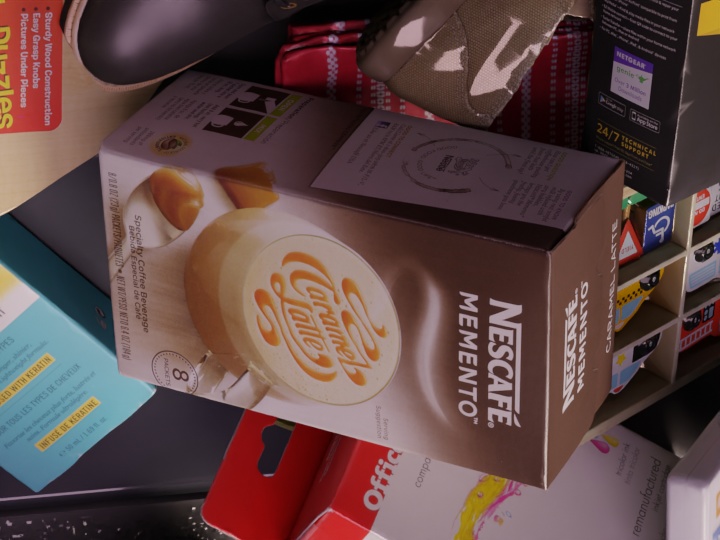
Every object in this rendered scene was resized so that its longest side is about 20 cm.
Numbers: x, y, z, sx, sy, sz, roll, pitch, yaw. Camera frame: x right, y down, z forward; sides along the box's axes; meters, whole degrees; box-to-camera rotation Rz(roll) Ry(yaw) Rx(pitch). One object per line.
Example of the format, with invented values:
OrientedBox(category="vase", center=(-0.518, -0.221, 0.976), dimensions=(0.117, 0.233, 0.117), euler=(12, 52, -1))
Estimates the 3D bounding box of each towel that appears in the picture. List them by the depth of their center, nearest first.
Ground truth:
OrientedBox(category="towel", center=(0.061, -0.048, 0.962), dimensions=(0.199, 0.023, 0.145), euler=(-5, 122, -7))

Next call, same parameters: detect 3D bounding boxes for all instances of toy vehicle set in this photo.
OrientedBox(category="toy vehicle set", center=(0.156, -0.014, 0.971), dimensions=(0.200, 0.026, 0.125), euler=(-26, 130, -35))

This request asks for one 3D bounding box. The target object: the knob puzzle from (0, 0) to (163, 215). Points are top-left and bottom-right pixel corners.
OrientedBox(category="knob puzzle", center=(-0.156, -0.120, 0.896), dimensions=(0.219, 0.030, 0.220), euler=(-9, 111, -24))

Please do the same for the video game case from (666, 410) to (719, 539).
OrientedBox(category="video game case", center=(0.183, 0.139, 0.997), dimensions=(0.022, 0.182, 0.201), euler=(11, 119, 27))

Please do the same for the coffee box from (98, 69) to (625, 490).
OrientedBox(category="coffee box", center=(0.000, 0.000, 0.891), dimensions=(0.200, 0.080, 0.115), euler=(13, 124, 23))

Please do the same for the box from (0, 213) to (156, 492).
OrientedBox(category="box", center=(-0.188, 0.009, 0.971), dimensions=(0.082, 0.049, 0.200), euler=(-40, 120, 14))

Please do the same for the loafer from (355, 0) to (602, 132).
OrientedBox(category="loafer", center=(0.086, -0.136, 0.895), dimensions=(0.200, 0.076, 0.067), euler=(-43, 105, 0))

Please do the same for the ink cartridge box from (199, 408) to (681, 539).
OrientedBox(category="ink cartridge box", center=(0.043, 0.101, 0.962), dimensions=(0.200, 0.116, 0.067), euler=(29, 142, -7))

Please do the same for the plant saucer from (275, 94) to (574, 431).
OrientedBox(category="plant saucer", center=(0.012, -0.010, 1.008), dimensions=(0.199, 0.031, 0.200), euler=(-4, 121, -7))

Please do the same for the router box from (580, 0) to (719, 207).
OrientedBox(category="router box", center=(0.182, -0.132, 0.894), dimensions=(0.200, 0.052, 0.158), euler=(-23, 130, -35))

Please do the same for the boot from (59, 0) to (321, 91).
OrientedBox(category="boot", center=(-0.023, -0.124, 0.852), dimensions=(0.200, 0.138, 0.077), euler=(-38, 122, 4))
